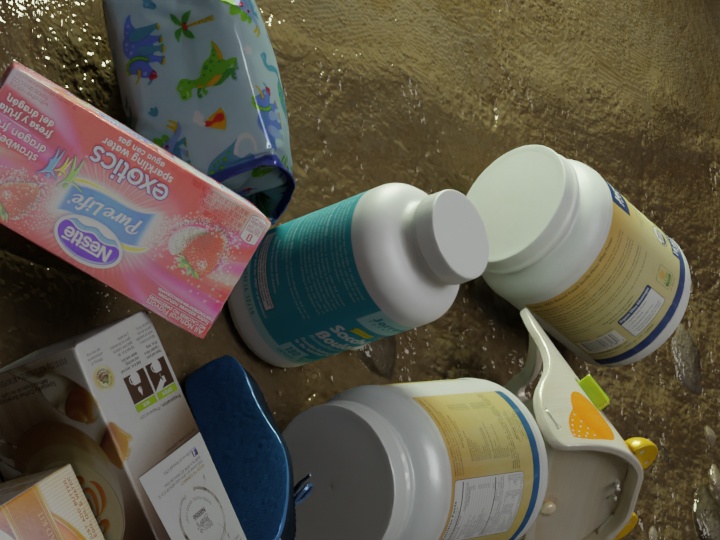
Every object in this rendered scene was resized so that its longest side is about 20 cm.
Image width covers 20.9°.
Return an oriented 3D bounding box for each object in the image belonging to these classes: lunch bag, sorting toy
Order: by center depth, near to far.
[{"bbox_3d":[-0.114,-0.125,1.482,0.200,0.127,0.171,35,41,-78],"label":"lunch bag"},{"bbox_3d":[0.167,0.133,1.689,0.106,0.201,0.181,-11,51,-16],"label":"sorting toy"}]

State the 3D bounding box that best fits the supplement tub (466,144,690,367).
[{"bbox_3d":[0.197,-0.013,1.805,0.200,0.144,0.145,37,48,-37],"label":"supplement tub"}]

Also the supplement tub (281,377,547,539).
[{"bbox_3d":[0.039,0.160,1.525,0.199,0.144,0.146,0,74,-51],"label":"supplement tub"}]

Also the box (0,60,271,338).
[{"bbox_3d":[-0.170,-0.049,1.310,0.199,0.103,0.095,31,92,-14],"label":"box"}]

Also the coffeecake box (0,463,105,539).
[{"bbox_3d":[-0.233,0.233,1.205,0.200,0.073,0.154,-32,101,-52],"label":"coffeecake box"}]

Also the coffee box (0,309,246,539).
[{"bbox_3d":[-0.163,0.143,1.301,0.080,0.114,0.201,-30,98,-53],"label":"coffee box"}]

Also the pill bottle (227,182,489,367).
[{"bbox_3d":[0.000,0.000,1.501,0.111,0.199,0.111,25,56,-43],"label":"pill bottle"}]

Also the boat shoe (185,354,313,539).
[{"bbox_3d":[-0.073,0.142,1.403,0.201,0.084,0.069,-101,166,-49],"label":"boat shoe"}]

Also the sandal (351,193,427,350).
[{"bbox_3d":[0.039,-0.001,1.669,0.079,0.059,0.207,57,38,-17],"label":"sandal"}]
